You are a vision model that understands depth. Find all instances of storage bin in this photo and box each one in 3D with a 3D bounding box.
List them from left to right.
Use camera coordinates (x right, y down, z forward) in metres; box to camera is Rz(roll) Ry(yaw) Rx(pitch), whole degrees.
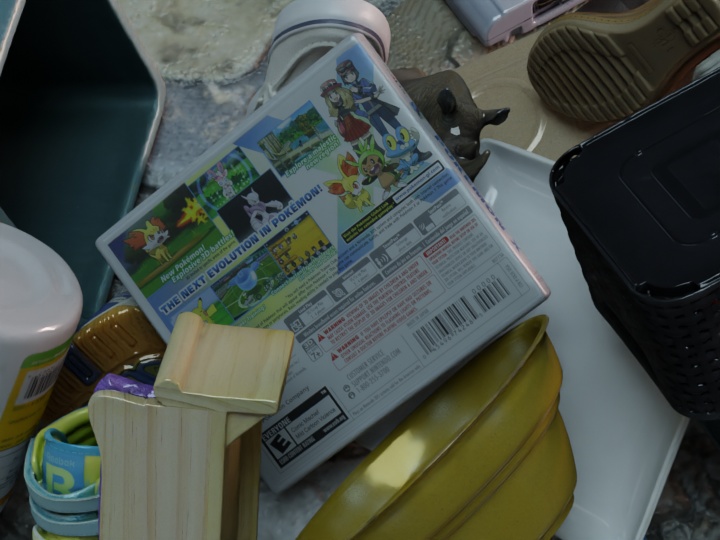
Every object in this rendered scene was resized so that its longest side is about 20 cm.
[{"bbox_3d":[0.214,-0.033,1.016,0.200,0.094,0.135,-29,41,-3],"label":"storage bin"}]

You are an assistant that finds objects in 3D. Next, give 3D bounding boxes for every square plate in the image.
[{"bbox_3d":[0.113,0.043,1.136,0.200,0.028,0.199,22,88,35],"label":"square plate"}]

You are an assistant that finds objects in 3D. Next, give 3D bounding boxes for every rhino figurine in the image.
[{"bbox_3d":[0.036,-0.079,1.190,0.060,0.200,0.088,21,91,-20],"label":"rhino figurine"}]

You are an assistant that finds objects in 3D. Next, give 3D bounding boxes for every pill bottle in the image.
[{"bbox_3d":[-0.236,0.078,1.109,0.111,0.200,0.111,20,29,-11],"label":"pill bottle"}]

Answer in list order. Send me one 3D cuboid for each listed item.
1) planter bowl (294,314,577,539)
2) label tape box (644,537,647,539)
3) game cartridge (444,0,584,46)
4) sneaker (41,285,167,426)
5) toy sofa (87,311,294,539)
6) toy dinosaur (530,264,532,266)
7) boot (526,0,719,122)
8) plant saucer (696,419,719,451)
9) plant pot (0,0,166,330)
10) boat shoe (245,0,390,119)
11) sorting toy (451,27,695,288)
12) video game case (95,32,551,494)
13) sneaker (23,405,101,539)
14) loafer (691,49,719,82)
[{"bbox_3d":[0.054,0.121,1.055,0.083,0.200,0.200,46,71,-3],"label":"planter bowl"},{"bbox_3d":[0.111,0.231,1.062,0.200,0.066,0.143,-34,61,-11],"label":"label tape box"},{"bbox_3d":[0.134,-0.244,1.355,0.200,0.041,0.133,-30,57,-11],"label":"game cartridge"},{"bbox_3d":[-0.115,0.025,1.214,0.200,0.075,0.088,-41,18,0],"label":"sneaker"},{"bbox_3d":[-0.091,0.129,1.063,0.097,0.201,0.083,5,25,4],"label":"toy sofa"},{"bbox_3d":[0.000,0.000,1.174,0.200,0.060,0.106,34,96,52],"label":"toy dinosaur"},{"bbox_3d":[0.204,-0.167,1.182,0.166,0.200,0.072,-40,100,-32],"label":"boot"},{"bbox_3d":[0.210,0.052,1.183,0.070,0.019,0.200,-29,60,-10],"label":"plant saucer"},{"bbox_3d":[-0.263,-0.090,1.229,0.199,0.196,0.197,2,60,20],"label":"plant pot"},{"bbox_3d":[-0.033,-0.096,1.199,0.071,0.200,0.070,13,66,-14],"label":"boat shoe"},{"bbox_3d":[0.132,-0.071,1.231,0.185,0.036,0.200,-23,54,16],"label":"sorting toy"},{"bbox_3d":[-0.024,-0.002,1.125,0.200,0.022,0.182,-37,86,16],"label":"video game case"},{"bbox_3d":[-0.164,0.159,1.094,0.079,0.131,0.200,14,62,21],"label":"sneaker"},{"bbox_3d":[0.246,-0.091,1.163,0.070,0.200,0.070,-34,70,19],"label":"loafer"}]
